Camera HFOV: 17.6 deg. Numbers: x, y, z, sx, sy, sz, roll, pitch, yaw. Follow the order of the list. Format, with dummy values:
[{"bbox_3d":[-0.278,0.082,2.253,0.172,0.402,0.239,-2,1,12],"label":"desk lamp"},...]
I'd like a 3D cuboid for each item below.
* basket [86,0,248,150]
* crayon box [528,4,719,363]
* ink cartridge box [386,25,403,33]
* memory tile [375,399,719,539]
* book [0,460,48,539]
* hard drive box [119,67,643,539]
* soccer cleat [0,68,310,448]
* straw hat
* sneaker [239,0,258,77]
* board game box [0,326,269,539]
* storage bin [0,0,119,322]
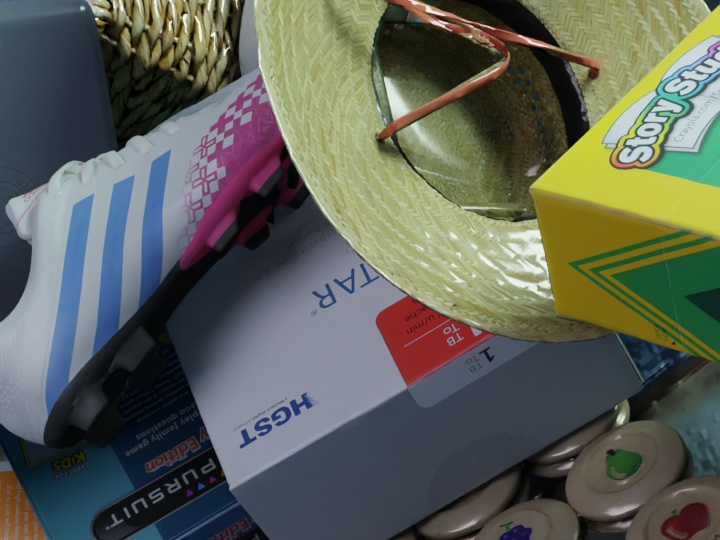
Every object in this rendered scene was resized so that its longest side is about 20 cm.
[{"bbox_3d":[-0.114,-0.163,1.111,0.142,0.148,0.202,-12,67,40],"label":"basket"},{"bbox_3d":[0.182,-0.043,0.758,0.172,0.059,0.200,17,47,41],"label":"crayon box"},{"bbox_3d":[0.069,-0.180,0.894,0.199,0.145,0.084,-23,47,11],"label":"ink cartridge box"},{"bbox_3d":[0.041,0.120,0.868,0.199,0.017,0.153,-37,31,-5],"label":"memory tile"},{"bbox_3d":[-0.176,0.156,1.053,0.198,0.048,0.135,-2,73,11],"label":"book"},{"bbox_3d":[0.000,0.000,0.940,0.155,0.077,0.201,-31,46,3],"label":"hard drive box"},{"bbox_3d":[-0.082,-0.027,0.888,0.086,0.070,0.200,36,75,10],"label":"soccer cleat"},{"bbox_3d":[0.037,-0.055,0.844,0.085,0.199,0.203,136,137,-58],"label":"straw hat"},{"bbox_3d":[0.026,-0.146,1.023,0.115,0.073,0.201,30,94,49],"label":"sneaker"},{"bbox_3d":[-0.089,0.050,1.027,0.150,0.047,0.200,-29,49,-7],"label":"board game box"},{"bbox_3d":[-0.168,-0.020,0.959,0.145,0.133,0.202,173,88,-74],"label":"storage bin"}]
